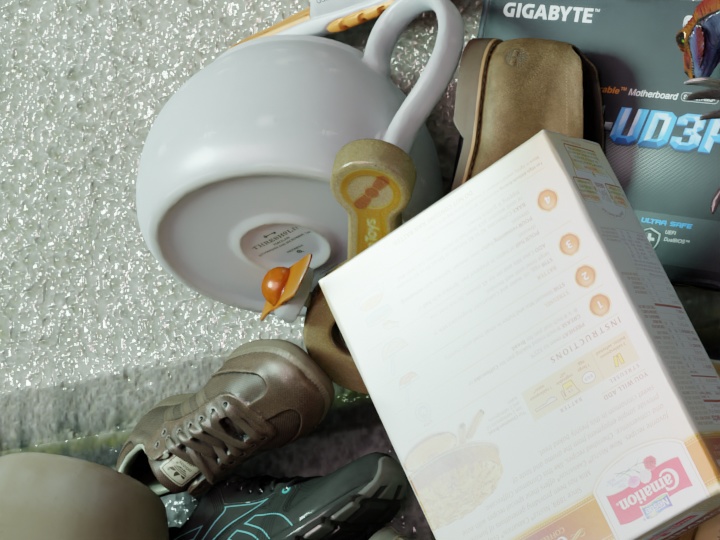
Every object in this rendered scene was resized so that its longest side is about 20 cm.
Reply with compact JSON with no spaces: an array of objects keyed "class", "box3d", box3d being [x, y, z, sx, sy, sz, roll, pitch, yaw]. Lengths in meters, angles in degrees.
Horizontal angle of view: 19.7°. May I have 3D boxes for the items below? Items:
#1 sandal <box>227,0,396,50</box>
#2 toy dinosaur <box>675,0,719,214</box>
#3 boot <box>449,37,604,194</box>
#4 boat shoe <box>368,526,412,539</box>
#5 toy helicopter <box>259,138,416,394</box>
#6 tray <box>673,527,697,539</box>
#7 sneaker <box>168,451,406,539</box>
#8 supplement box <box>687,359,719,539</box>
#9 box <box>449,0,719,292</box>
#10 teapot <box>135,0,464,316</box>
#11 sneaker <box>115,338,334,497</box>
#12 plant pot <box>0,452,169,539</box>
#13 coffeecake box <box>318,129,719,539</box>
[{"class":"sandal","box3d":[-0.014,-0.183,1.291,0.206,0.079,0.059,-19,104,32]},{"class":"toy dinosaur","box3d":[0.247,-0.071,1.089,0.105,0.199,0.182,121,135,-64]},{"class":"boot","box3d":[0.092,-0.033,1.160,0.075,0.074,0.201,1,83,24]},{"class":"boat shoe","box3d":[-0.019,0.247,1.250,0.060,0.072,0.202,41,100,33]},{"class":"toy helicopter","box3d":[0.000,0.000,1.184,0.131,0.201,0.079,8,49,10]},{"class":"tray","box3d":[0.117,0.161,1.102,0.098,0.037,0.201,24,101,34]},{"class":"sneaker","box3d":[-0.059,0.156,1.287,0.200,0.075,0.080,-35,63,26]},{"class":"supplement box","box3d":[0.186,0.111,1.124,0.199,0.073,0.127,5,87,35]},{"class":"box","box3d":[0.152,-0.076,1.190,0.199,0.046,0.160,10,90,35]},{"class":"teapot","box3d":[-0.037,-0.076,1.251,0.199,0.198,0.147,2,59,4]},{"class":"sneaker","box3d":[-0.087,0.106,1.280,0.070,0.076,0.200,43,144,-11]},{"class":"plant pot","box3d":[-0.192,0.213,1.263,0.199,0.200,0.174,-6,57,34]},{"class":"coffeecake box","box3d":[0.091,0.056,1.055,0.153,0.073,0.201,-33,71,25]}]
